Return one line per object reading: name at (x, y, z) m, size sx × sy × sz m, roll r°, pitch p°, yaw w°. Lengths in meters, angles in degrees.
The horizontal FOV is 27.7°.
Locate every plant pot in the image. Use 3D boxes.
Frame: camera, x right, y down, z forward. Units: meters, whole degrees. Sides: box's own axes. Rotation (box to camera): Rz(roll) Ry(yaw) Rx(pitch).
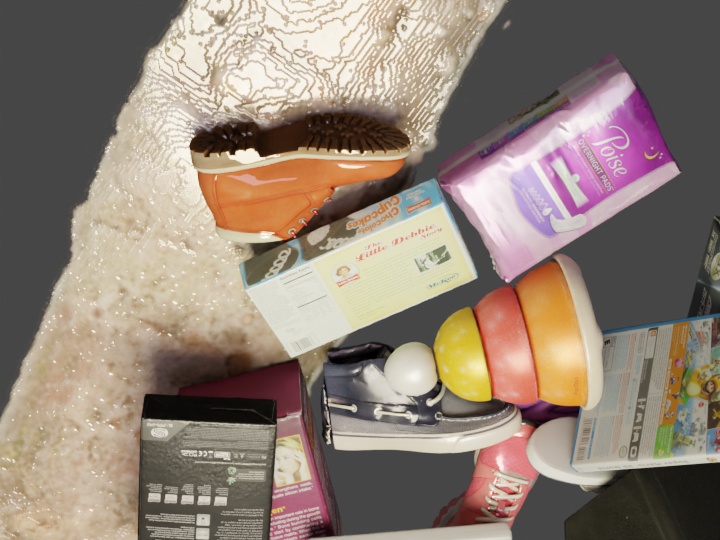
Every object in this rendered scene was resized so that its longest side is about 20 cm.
plant pot at (0.308, 0.279, 1.378) m, size 0.198 × 0.179 × 0.200 m, roll -7°, pitch 151°, yaw -34°

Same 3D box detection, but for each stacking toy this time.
stacking toy at (0.118, 0.072, 1.351) m, size 0.197 × 0.146 × 0.148 m, roll -11°, pitch 115°, yaw -2°

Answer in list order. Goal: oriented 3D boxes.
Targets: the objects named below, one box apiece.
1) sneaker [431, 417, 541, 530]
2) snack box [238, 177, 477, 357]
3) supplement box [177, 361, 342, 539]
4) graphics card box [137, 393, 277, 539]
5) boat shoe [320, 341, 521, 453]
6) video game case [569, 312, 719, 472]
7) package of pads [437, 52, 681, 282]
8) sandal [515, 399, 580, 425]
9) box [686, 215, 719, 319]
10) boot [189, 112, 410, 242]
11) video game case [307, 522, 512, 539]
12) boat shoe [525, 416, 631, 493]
sneaker at (0.135, 0.237, 1.452) m, size 0.073 × 0.087 × 0.202 m, roll 18°, pitch 121°, yaw -12°
snack box at (0.000, 0.000, 1.353) m, size 0.198 × 0.037 × 0.117 m, roll -23°, pitch 139°, yaw 6°
supplement box at (-0.097, 0.210, 1.426) m, size 0.129 × 0.103 × 0.202 m, roll -11°, pitch 115°, yaw 2°
graphics card box at (-0.142, 0.213, 1.340) m, size 0.124 × 0.051 × 0.202 m, roll 3°, pitch 115°, yaw -4°
boat shoe at (0.053, 0.119, 1.401) m, size 0.197 × 0.075 × 0.094 m, roll -4°, pitch 112°, yaw 10°
video game case at (0.288, 0.110, 1.331) m, size 0.198 × 0.145 × 0.018 m, roll -12°, pitch 142°, yaw 42°
package of pads at (0.181, -0.092, 1.326) m, size 0.199 × 0.076 × 0.121 m, roll -32°, pitch 114°, yaw 10°
sandal at (0.200, 0.126, 1.438) m, size 0.200 × 0.050 × 0.083 m, roll -11°, pitch 115°, yaw 2°
box at (0.403, 0.063, 1.404) m, size 0.161 × 0.086 × 0.202 m, roll 8°, pitch 113°, yaw -6°
boot at (-0.049, -0.080, 1.323) m, size 0.197 × 0.075 × 0.108 m, roll -5°, pitch 118°, yaw 7°
video game case at (0.038, 0.314, 1.427) m, size 0.197 × 0.024 × 0.183 m, roll -3°, pitch 134°, yaw -11°
boat shoe at (0.239, 0.188, 1.438) m, size 0.198 × 0.072 × 0.066 m, roll -2°, pitch 141°, yaw -33°
